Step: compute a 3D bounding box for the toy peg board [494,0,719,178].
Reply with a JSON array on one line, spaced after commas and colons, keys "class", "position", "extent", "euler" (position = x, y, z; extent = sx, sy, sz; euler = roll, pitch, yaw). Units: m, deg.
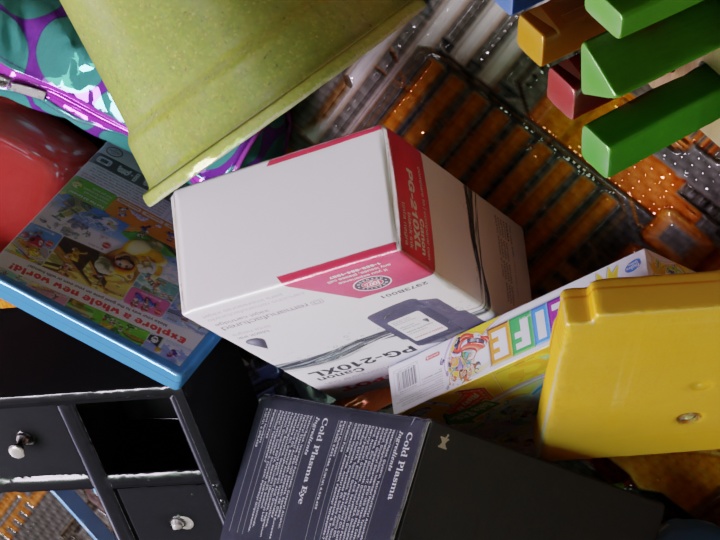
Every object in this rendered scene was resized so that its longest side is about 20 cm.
[{"class": "toy peg board", "position": [0.120, -0.165, 1.324], "extent": [0.199, 0.098, 0.200], "euler": [46, 152, 35]}]

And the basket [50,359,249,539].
[{"class": "basket", "position": [-0.162, 0.117, 1.865], "extent": [0.176, 0.139, 0.200], "euler": [46, 125, -11]}]

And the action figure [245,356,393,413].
[{"class": "action figure", "position": [-0.025, 0.075, 1.759], "extent": [0.200, 0.105, 0.194], "euler": [-20, 113, 23]}]

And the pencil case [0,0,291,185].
[{"class": "pencil case", "position": [-0.144, -0.110, 1.659], "extent": [0.200, 0.092, 0.085], "euler": [27, 142, 11]}]

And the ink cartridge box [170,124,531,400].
[{"class": "ink cartridge box", "position": [0.000, 0.000, 1.563], "extent": [0.145, 0.084, 0.200], "euler": [-16, 156, 22]}]

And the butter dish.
[{"class": "butter dish", "position": [-0.239, -0.068, 1.746], "extent": [0.200, 0.148, 0.199], "euler": [21, -175, 13]}]

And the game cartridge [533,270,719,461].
[{"class": "game cartridge", "position": [0.195, 0.054, 1.515], "extent": [0.176, 0.032, 0.200], "euler": [-4, 151, -4]}]

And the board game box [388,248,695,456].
[{"class": "board game box", "position": [0.135, 0.055, 1.574], "extent": [0.200, 0.034, 0.134], "euler": [-27, 147, 36]}]

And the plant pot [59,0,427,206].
[{"class": "plant pot", "position": [-0.095, -0.168, 1.499], "extent": [0.184, 0.200, 0.200], "euler": [54, 141, -5]}]

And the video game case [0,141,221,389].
[{"class": "video game case", "position": [-0.125, -0.020, 1.649], "extent": [0.143, 0.200, 0.018], "euler": [27, 136, 12]}]

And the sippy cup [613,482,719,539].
[{"class": "sippy cup", "position": [0.200, 0.232, 1.719], "extent": [0.178, 0.140, 0.130], "euler": [33, 140, -1]}]

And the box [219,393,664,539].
[{"class": "box", "position": [0.049, 0.158, 1.625], "extent": [0.200, 0.104, 0.182], "euler": [21, 170, -33]}]

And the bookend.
[{"class": "bookend", "position": [-0.166, 0.123, 1.708], "extent": [0.200, 0.092, 0.199], "euler": [-4, 129, 19]}]
